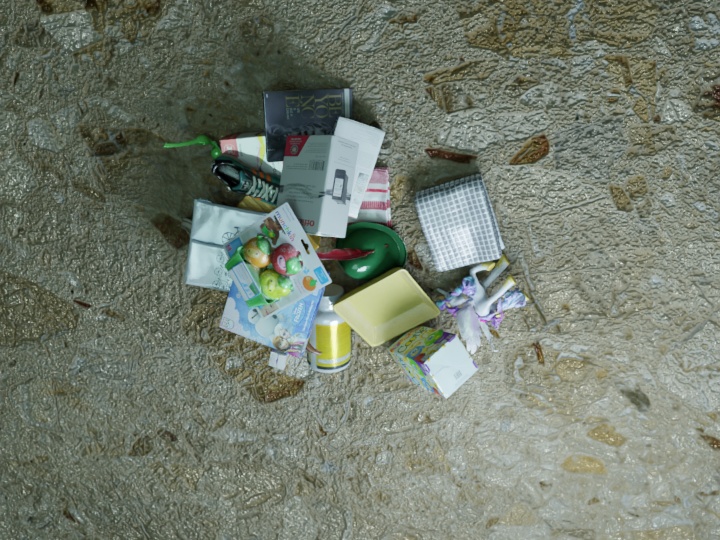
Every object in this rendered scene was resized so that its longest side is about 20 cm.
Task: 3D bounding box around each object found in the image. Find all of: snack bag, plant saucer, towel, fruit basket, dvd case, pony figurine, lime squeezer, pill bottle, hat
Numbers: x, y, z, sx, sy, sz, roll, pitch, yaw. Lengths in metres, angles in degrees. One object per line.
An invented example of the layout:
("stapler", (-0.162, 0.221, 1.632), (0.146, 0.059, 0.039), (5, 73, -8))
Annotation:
("snack bag", (-0.300, -0.050, 1.418), (0.187, 0.021, 0.202), (12, 101, 5))
("plant saucer", (0.061, 0.079, 1.498), (0.199, 0.049, 0.200), (-28, 134, 16))
("towel", (0.224, -0.100, 1.417), (0.164, 0.086, 0.201), (-16, 108, 15))
("fruit basket", (-0.180, -0.013, 1.290), (0.199, 0.094, 0.186), (-27, 93, 34))
("dvd case", (-0.111, -0.318, 1.371), (0.198, 0.016, 0.150), (-8, 111, -18))
("pony figurine", (0.281, 0.082, 1.453), (0.199, 0.166, 0.194), (-35, 64, 22))
("lime squeezer", (-0.349, -0.268, 1.446), (0.199, 0.071, 0.038), (28, 149, -34))
("pill bottle", (-0.079, 0.140, 1.541), (0.111, 0.112, 0.202), (3, 112, 7))
("towel", (0.000, -0.141, 1.468), (0.143, 0.023, 0.202), (-1, 111, 10))
("hat", (0.000, 0.000, 1.423), (0.198, 0.177, 0.167), (11, 125, 3))

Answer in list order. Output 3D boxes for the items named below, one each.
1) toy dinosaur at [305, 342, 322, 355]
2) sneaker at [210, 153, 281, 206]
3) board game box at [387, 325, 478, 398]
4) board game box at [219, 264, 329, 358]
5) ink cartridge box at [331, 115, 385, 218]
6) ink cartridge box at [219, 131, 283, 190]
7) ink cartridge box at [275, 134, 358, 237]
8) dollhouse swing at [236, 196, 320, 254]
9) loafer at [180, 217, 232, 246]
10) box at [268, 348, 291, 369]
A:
("toy dinosaur", (-0.191, 0.117, 1.518), (0.104, 0.181, 0.201), (-20, 95, -19))
("sneaker", (-0.236, -0.187, 1.373), (0.199, 0.080, 0.072), (24, 112, -8))
("board game box", (0.165, 0.207, 1.471), (0.105, 0.200, 0.103), (-38, 104, -16))
("board game box", (-0.192, 0.065, 1.389), (0.198, 0.043, 0.201), (20, 102, 7))
("ink cartridge box", (-0.029, -0.228, 1.388), (0.108, 0.050, 0.201), (16, 104, -13))
("ink cartridge box", (-0.207, -0.255, 1.424), (0.198, 0.068, 0.117), (-5, 111, 4))
("ink cartridge box", (-0.094, -0.174, 1.308), (0.145, 0.083, 0.202), (11, 93, 41))
("dollhouse swing", (-0.219, -0.078, 1.458), (0.176, 0.182, 0.200), (39, 112, -20))
("loafer", (-0.361, -0.071, 1.484), (0.199, 0.072, 0.063), (22, 86, 30))
("box", (-0.172, 0.171, 1.519), (0.038, 0.200, 0.042), (16, 113, 5))
